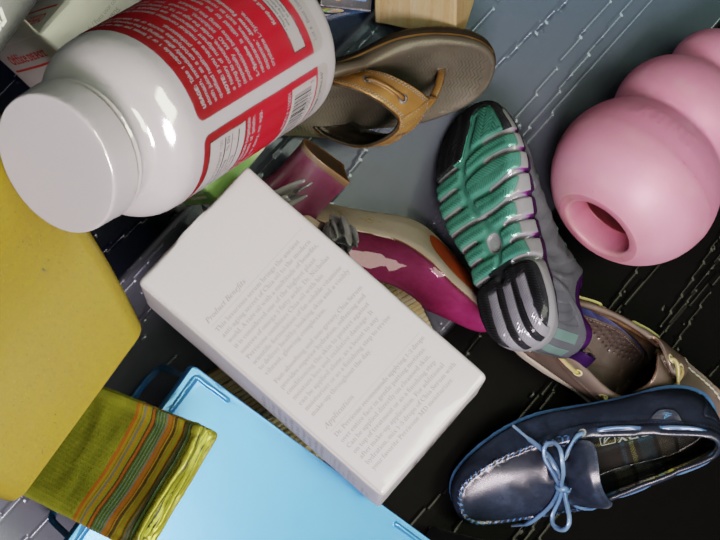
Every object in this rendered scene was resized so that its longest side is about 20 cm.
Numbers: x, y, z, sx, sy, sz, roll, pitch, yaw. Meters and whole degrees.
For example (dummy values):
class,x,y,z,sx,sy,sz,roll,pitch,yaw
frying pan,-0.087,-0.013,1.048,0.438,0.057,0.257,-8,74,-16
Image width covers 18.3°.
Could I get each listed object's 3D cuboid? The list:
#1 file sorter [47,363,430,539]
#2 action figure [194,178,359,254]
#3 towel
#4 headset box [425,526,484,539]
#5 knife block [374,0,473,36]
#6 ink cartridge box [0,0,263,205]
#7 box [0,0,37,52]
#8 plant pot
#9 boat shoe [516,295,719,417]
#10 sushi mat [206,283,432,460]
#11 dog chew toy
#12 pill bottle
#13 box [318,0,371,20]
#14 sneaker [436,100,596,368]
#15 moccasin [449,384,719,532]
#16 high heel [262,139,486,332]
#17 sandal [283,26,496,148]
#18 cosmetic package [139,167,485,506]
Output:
class,x,y,z,sx,sy,sz,roll,pitch,yaw
file sorter,-0.084,0.170,1.461,0.200,0.123,0.139,38,83,-15
action figure,-0.036,0.023,1.489,0.200,0.130,0.069,46,31,-19
towel,-0.172,0.111,1.393,0.018,0.200,0.086,42,73,-39
headset box,0.087,0.300,1.567,0.200,0.093,0.174,36,77,-20
knife block,0.045,-0.276,1.500,0.064,0.176,0.200,14,84,20
ink cartridge box,-0.161,-0.131,1.435,0.200,0.117,0.067,44,73,-19
box,-0.238,-0.230,1.315,0.158,0.050,0.200,38,76,-17
plant pot,-0.257,0.028,1.363,0.176,0.200,0.200,44,73,-29
boat shoe,0.198,0.074,1.632,0.200,0.060,0.072,31,78,-21
sushi mat,-0.032,0.082,1.555,0.200,0.012,0.096,-30,103,-21
dog chew toy,0.226,-0.098,1.614,0.125,0.124,0.200,49,65,-17
pill bottle,-0.112,-0.101,1.299,0.200,0.112,0.112,-37,107,-45
box,-0.031,-0.266,1.482,0.038,0.137,0.200,4,89,-24
sneaker,0.111,-0.022,1.568,0.087,0.074,0.200,26,45,-45
moccasin,0.159,0.132,1.581,0.200,0.068,0.081,-23,116,1
high heel,0.000,0.000,1.548,0.200,0.067,0.096,40,105,-16
sandal,0.001,-0.116,1.525,0.200,0.055,0.082,-8,138,-22
cosmetic package,-0.030,0.043,1.397,0.200,0.071,0.101,42,80,6
